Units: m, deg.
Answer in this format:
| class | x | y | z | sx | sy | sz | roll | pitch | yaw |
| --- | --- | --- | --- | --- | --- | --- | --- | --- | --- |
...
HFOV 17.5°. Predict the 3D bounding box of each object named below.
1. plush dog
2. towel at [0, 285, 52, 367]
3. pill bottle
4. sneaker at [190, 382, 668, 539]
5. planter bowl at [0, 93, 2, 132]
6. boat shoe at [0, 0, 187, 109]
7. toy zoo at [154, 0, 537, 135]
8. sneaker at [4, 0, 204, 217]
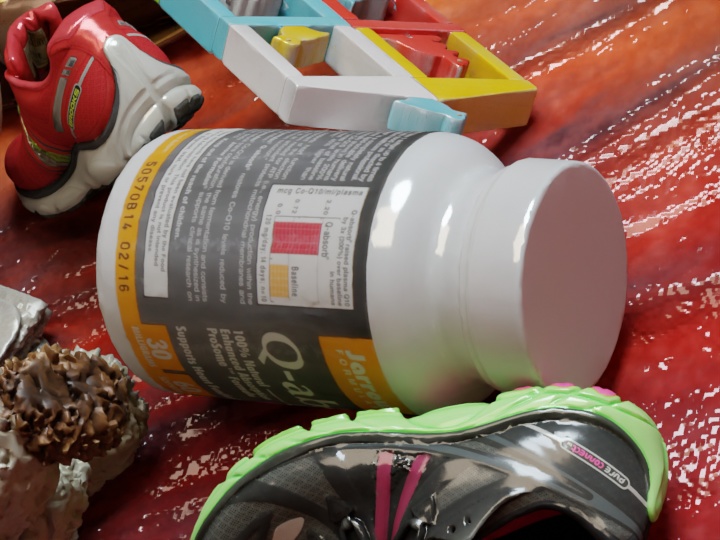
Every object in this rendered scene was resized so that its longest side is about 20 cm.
| class | x | y | z | sx | sy | sz | roll | pitch | yaw |
| --- | --- | --- | --- | --- | --- | --- | --- | --- | --- |
| plush dog | -0.176 | 0.094 | 0.934 | 0.200 | 0.172 | 0.161 | -11 | 60 | -8 |
| towel | -0.236 | 0.081 | 1.091 | 0.132 | 0.034 | 0.200 | 17 | 64 | 41 |
| pill bottle | 0.000 | 0.000 | 0.960 | 0.200 | 0.116 | 0.117 | 3 | 56 | 33 |
| sneaker | 0.020 | 0.101 | 0.896 | 0.200 | 0.077 | 0.084 | -17 | 49 | 22 |
| planter bowl | -0.255 | -0.080 | 1.102 | 0.135 | 0.201 | 0.200 | -25 | 37 | -33 |
| boat shoe | -0.165 | -0.120 | 1.186 | 0.200 | 0.072 | 0.068 | -22 | 44 | 10 |
| toy zoo | -0.010 | -0.105 | 1.058 | 0.200 | 0.131 | 0.020 | 44 | 126 | 44 |
| sneaker | -0.131 | -0.083 | 1.083 | 0.077 | 0.085 | 0.200 | -43 | 9 | -22 |
